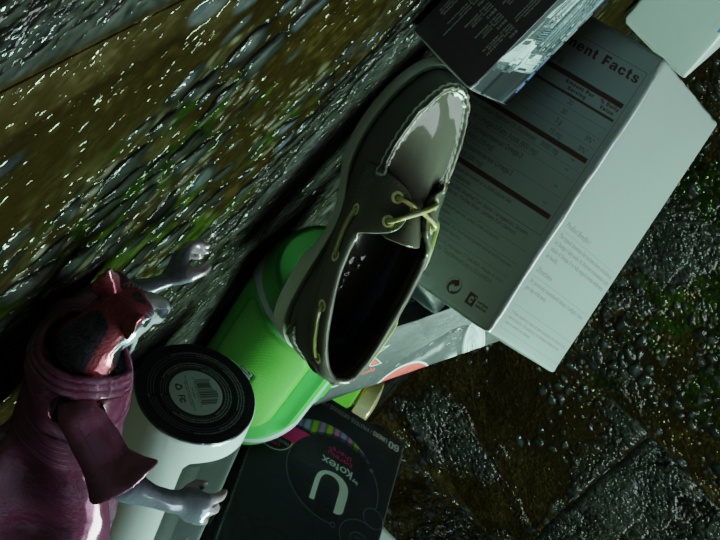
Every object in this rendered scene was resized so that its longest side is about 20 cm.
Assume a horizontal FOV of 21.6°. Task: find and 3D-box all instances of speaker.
[{"bbox_3d":[-0.052,0.048,1.272,0.088,0.088,0.200,-40,173,-33],"label":"speaker"},{"bbox_3d":[-0.132,0.140,1.229,0.081,0.081,0.201,-38,161,-44],"label":"speaker"}]

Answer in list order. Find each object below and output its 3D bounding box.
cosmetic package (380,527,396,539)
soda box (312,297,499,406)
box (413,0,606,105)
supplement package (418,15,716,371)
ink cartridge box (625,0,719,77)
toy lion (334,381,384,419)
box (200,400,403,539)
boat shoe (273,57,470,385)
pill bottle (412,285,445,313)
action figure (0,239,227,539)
[{"bbox_3d":[-0.112,0.249,1.556,0.200,0.165,0.165,-32,-162,51],"label":"cosmetic package"},{"bbox_3d":[0.025,0.036,1.424,0.199,0.063,0.071,-17,143,-31],"label":"soda box"},{"bbox_3d":[0.126,-0.184,1.062,0.200,0.050,0.158,-45,174,9],"label":"box"},{"bbox_3d":[0.117,-0.058,1.216,0.201,0.117,0.117,-56,148,1],"label":"supplement package"},{"bbox_3d":[0.357,-0.288,1.760,0.200,0.086,0.147,-37,171,-43],"label":"ink cartridge box"},{"bbox_3d":[0.036,0.006,1.571,0.192,0.068,0.201,-58,-177,47],"label":"toy lion"},{"bbox_3d":[-0.059,0.193,1.381,0.106,0.122,0.201,-50,-165,38],"label":"box"},{"bbox_3d":[0.016,-0.026,1.111,0.072,0.060,0.203,12,114,-37],"label":"boat shoe"},{"bbox_3d":[0.095,-0.069,1.352,0.200,0.112,0.112,-44,174,-5],"label":"pill bottle"},{"bbox_3d":[-0.141,0.061,0.883,0.148,0.135,0.201,2,140,-16],"label":"action figure"}]
